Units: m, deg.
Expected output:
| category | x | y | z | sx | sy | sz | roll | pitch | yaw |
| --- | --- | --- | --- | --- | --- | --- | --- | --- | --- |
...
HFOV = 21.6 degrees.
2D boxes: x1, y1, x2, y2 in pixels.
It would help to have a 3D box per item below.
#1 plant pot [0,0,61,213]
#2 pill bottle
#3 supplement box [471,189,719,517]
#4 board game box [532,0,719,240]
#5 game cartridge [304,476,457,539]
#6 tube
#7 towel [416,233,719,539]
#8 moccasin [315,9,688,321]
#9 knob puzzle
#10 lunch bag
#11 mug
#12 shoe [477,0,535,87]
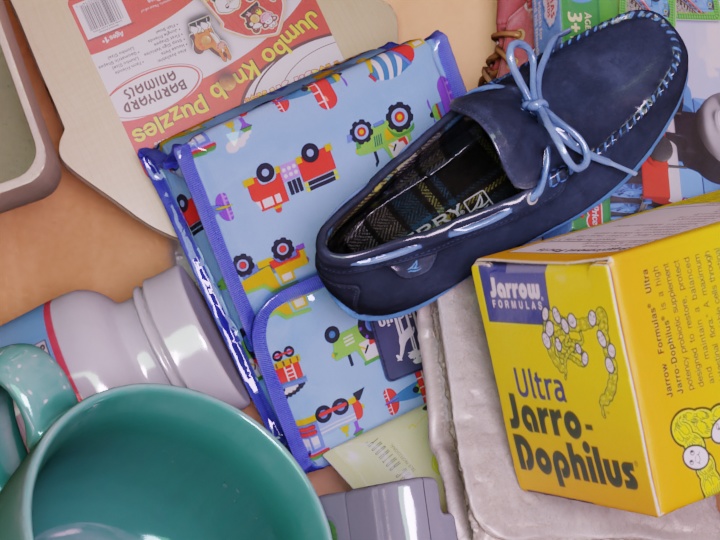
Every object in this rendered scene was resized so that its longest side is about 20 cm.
| category | x | y | z | sx | sy | sz | roll | pitch | yaw |
| --- | --- | --- | --- | --- | --- | --- | --- | --- | --- |
| plant pot | -0.257 | -0.093 | 0.964 | 0.200 | 0.177 | 0.200 | -20 | 81 | 3 |
| pill bottle | -0.163 | 0.078 | 0.968 | 0.200 | 0.109 | 0.109 | -27 | 81 | 1 |
| supplement box | 0.168 | 0.023 | 0.831 | 0.200 | 0.109 | 0.110 | -16 | 97 | -26 |
| board game box | 0.185 | -0.080 | 0.943 | 0.200 | 0.037 | 0.151 | 4 | 74 | -20 |
| game cartridge | -0.015 | 0.175 | 0.906 | 0.040 | 0.200 | 0.133 | -7 | 82 | -33 |
| tube | 0.085 | 0.069 | 0.941 | 0.200 | 0.058 | 0.052 | -25 | 86 | -17 |
| towel | 0.096 | 0.050 | 0.897 | 0.132 | 0.034 | 0.200 | 4 | 62 | -18 |
| moccasin | 0.067 | -0.048 | 0.854 | 0.200 | 0.068 | 0.080 | -42 | 64 | -2 |
| knob puzzle | -0.070 | -0.096 | 1.015 | 0.220 | 0.030 | 0.220 | 2 | 80 | -11 |
| lunch bag | 0.000 | 0.000 | 0.965 | 0.151 | 0.094 | 0.200 | -25 | 100 | -15 |
| mug | -0.106 | 0.132 | 0.873 | 0.152 | 0.114 | 0.185 | 5 | 56 | -31 |
| shoe | 0.088 | -0.107 | 0.985 | 0.091 | 0.071 | 0.200 | -27 | 85 | -4 |
